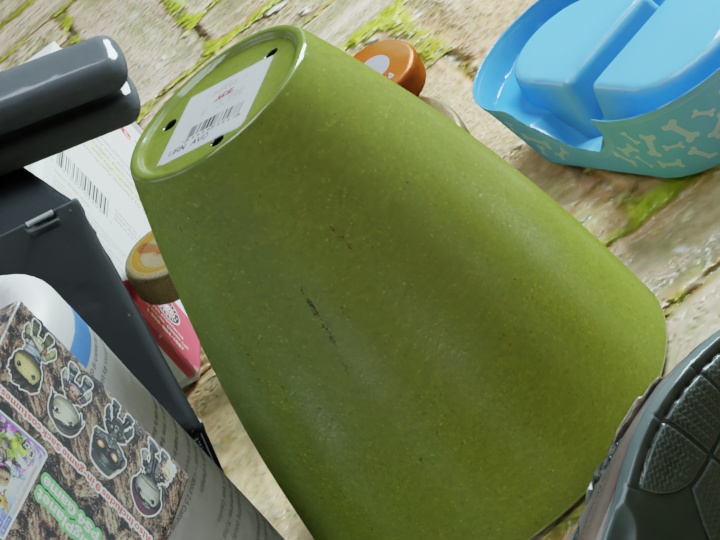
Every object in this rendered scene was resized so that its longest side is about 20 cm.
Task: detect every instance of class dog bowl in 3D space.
[{"bbox_3d":[0.137,-0.097,1.101,0.112,0.050,0.200,-48,25,-16],"label":"dog bowl"}]

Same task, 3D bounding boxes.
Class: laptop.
[{"bbox_3d":[-0.207,0.047,1.079,0.186,0.201,0.116,-27,-12,-16],"label":"laptop"}]

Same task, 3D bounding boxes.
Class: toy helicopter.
[{"bbox_3d":[-0.032,-0.025,1.170,0.199,0.079,0.133,-23,41,14],"label":"toy helicopter"}]

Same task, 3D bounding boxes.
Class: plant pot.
[{"bbox_3d":[0.000,0.000,0.958,0.186,0.200,0.188,-31,27,18],"label":"plant pot"}]

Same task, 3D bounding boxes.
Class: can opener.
[{"bbox_3d":[-0.202,-0.050,1.117,0.199,0.054,0.067,-22,52,-5],"label":"can opener"}]

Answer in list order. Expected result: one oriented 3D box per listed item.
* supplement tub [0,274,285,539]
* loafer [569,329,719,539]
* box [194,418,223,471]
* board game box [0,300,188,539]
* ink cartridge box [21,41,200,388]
[{"bbox_3d":[-0.121,0.112,0.947,0.132,0.200,0.132,-32,26,18],"label":"supplement tub"},{"bbox_3d":[0.098,0.101,0.817,0.063,0.072,0.201,-17,36,51],"label":"loafer"},{"bbox_3d":[-0.169,0.136,1.070,0.199,0.060,0.116,-31,20,-26],"label":"box"},{"bbox_3d":[-0.166,0.133,0.754,0.159,0.097,0.201,-26,29,31],"label":"board game box"},{"bbox_3d":[-0.163,-0.019,1.285,0.083,0.145,0.200,-34,25,15],"label":"ink cartridge box"}]
